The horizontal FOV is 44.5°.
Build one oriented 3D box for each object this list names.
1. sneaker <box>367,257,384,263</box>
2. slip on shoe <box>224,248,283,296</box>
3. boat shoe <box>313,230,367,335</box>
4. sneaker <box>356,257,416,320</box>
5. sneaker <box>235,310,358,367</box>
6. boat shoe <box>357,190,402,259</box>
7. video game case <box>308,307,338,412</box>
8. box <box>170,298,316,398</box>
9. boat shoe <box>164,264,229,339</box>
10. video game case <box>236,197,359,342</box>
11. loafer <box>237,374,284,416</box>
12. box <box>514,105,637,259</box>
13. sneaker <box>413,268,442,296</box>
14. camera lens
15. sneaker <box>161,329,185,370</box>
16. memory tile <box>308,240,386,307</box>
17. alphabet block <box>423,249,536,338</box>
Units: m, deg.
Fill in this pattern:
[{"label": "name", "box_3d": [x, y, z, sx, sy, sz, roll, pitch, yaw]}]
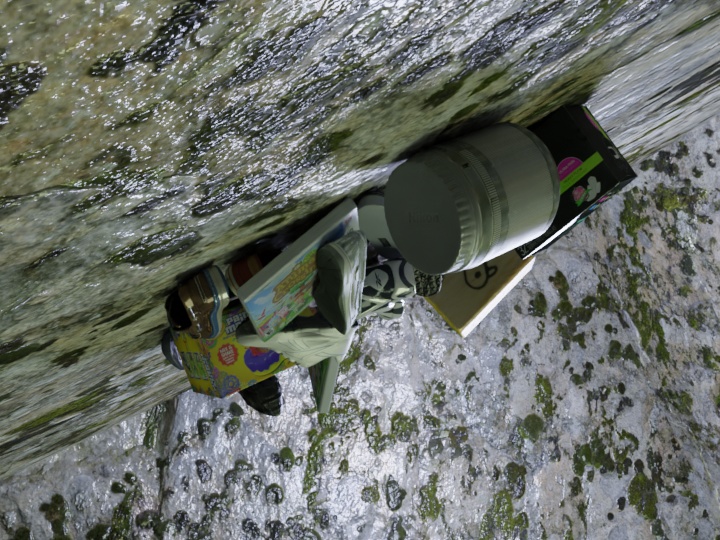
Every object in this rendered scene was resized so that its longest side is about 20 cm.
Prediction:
[{"label": "sneaker", "box_3d": [0.012, -0.038, 1.507, 0.198, 0.077, 0.086, -9, -160, -44]}, {"label": "slip on shoe", "box_3d": [-0.120, 0.003, 1.273, 0.061, 0.075, 0.199, -31, 169, 21]}, {"label": "boat shoe", "box_3d": [-0.022, 0.021, 1.244, 0.064, 0.074, 0.204, -36, 152, -23]}, {"label": "sneaker", "box_3d": [0.007, 0.039, 1.390, 0.127, 0.081, 0.199, -8, 171, -11]}, {"label": "sneaker", "box_3d": [-0.098, 0.111, 1.364, 0.196, 0.089, 0.075, 3, -155, -21]}, {"label": "boat shoe", "box_3d": [0.035, -0.075, 1.290, 0.067, 0.058, 0.200, 2, 161, 13]}, {"label": "video game case", "box_3d": [-0.073, 0.120, 1.562, 0.022, 0.184, 0.202, -4, 139, -15]}, {"label": "box", "box_3d": [-0.189, 0.112, 1.467, 0.197, 0.124, 0.192, -22, -175, -24]}, {"label": "boat shoe", "box_3d": [-0.232, 0.050, 1.210, 0.071, 0.073, 0.201, -19, 162, -22]}, {"label": "video game case", "box_3d": [-0.078, 0.005, 1.233, 0.199, 0.022, 0.183, -40, 161, -12]}, {"label": "loafer", "box_3d": [-0.171, 0.209, 1.491, 0.067, 0.072, 0.200, -21, -175, -16]}, {"label": "box", "box_3d": [0.309, -0.141, 1.400, 0.200, 0.150, 0.124, -42, 167, 30]}, {"label": "sneaker", "box_3d": [0.109, -0.049, 1.423, 0.070, 0.084, 0.202, 8, 133, -5]}, {"label": "camera lens", "box_3d": [0.148, -0.094, 1.137, 0.198, 0.162, 0.159, -23, 174, -35]}, {"label": "sneaker", "box_3d": [-0.337, 0.146, 1.604, 0.080, 0.072, 0.200, 10, 164, 12]}, {"label": "memory tile", "box_3d": [0.000, 0.000, 1.414, 0.198, 0.017, 0.154, 2, 129, -55]}, {"label": "alphabet block", "box_3d": [0.197, -0.012, 1.674, 0.200, 0.195, 0.196, -45, 167, 1]}]
